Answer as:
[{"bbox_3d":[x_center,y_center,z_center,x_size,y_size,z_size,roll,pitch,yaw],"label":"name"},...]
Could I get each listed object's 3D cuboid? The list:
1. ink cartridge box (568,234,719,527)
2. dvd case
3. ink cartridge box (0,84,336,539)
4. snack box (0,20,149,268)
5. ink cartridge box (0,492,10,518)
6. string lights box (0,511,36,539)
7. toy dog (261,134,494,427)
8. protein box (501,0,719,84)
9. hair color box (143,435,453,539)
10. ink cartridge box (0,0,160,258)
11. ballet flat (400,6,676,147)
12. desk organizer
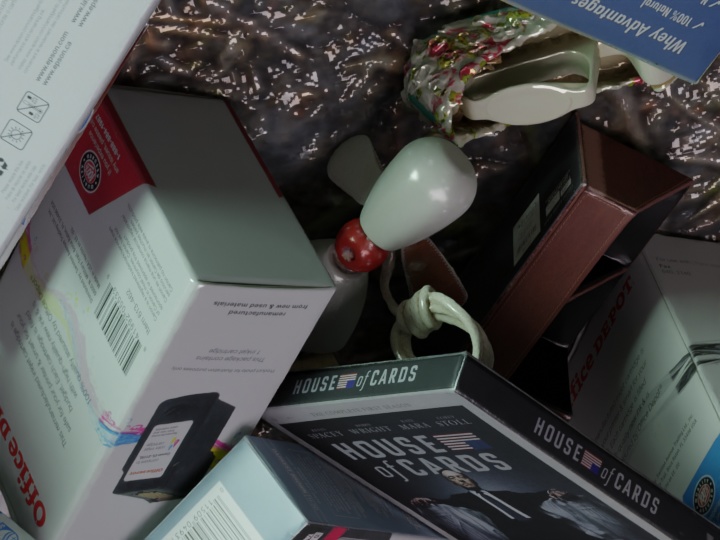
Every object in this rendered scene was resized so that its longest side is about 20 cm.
[{"bbox_3d":[0.184,0.100,1.246,0.086,0.200,0.147,6,129,-20],"label":"ink cartridge box"},{"bbox_3d":[0.066,0.101,1.132,0.200,0.025,0.150,34,153,-32],"label":"dvd case"},{"bbox_3d":[-0.113,0.031,1.147,0.083,0.146,0.200,3,132,-36],"label":"ink cartridge box"},{"bbox_3d":[-0.160,-0.066,1.108,0.024,0.072,0.200,20,123,-25],"label":"snack box"},{"bbox_3d":[-0.180,0.169,1.325,0.176,0.045,0.200,-40,127,20],"label":"ink cartridge box"},{"bbox_3d":[-0.256,0.129,1.177,0.059,0.200,0.103,-31,145,-41],"label":"string lights box"},{"bbox_3d":[0.000,0.000,1.183,0.200,0.096,0.132,-14,97,38],"label":"toy dog"},{"bbox_3d":[0.109,-0.223,0.993,0.198,0.135,0.200,19,123,-27],"label":"protein box"},{"bbox_3d":[-0.025,0.148,1.194,0.099,0.061,0.200,-46,154,15],"label":"hair color box"},{"bbox_3d":[-0.201,-0.125,1.009,0.200,0.041,0.200,30,120,-13],"label":"ink cartridge box"},{"bbox_3d":[0.119,-0.107,1.144,0.200,0.064,0.076,-20,131,4],"label":"ballet flat"},{"bbox_3d":[0.096,0.023,1.235,0.077,0.072,0.200,25,121,-15],"label":"desk organizer"}]
